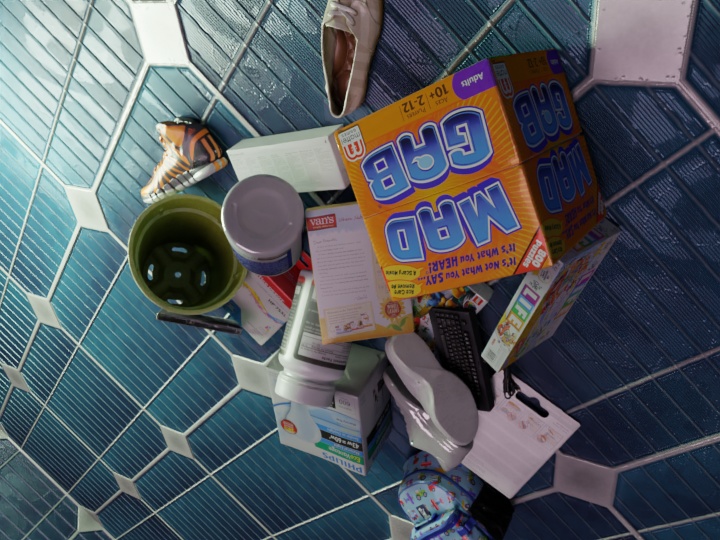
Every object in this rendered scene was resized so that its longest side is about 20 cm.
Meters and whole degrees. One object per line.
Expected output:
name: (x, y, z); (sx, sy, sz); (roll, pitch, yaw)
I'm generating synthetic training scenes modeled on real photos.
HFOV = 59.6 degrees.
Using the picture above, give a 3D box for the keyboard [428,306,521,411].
keyboard: (0.179, 0.142, 0.973); (0.125, 0.021, 0.203); (1, 125, 30)

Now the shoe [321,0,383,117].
shoe: (-0.014, -0.291, 0.802); (0.069, 0.053, 0.203); (21, 131, 18)

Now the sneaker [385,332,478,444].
sneaker: (0.110, 0.186, 1.003); (0.201, 0.075, 0.088); (55, 158, 4)

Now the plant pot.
plant pot: (-0.316, -0.009, 1.116); (0.201, 0.200, 0.184); (48, 154, -8)

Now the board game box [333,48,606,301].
board game box: (0.129, -0.108, 0.711); (0.198, 0.199, 0.203); (-15, 99, 39)

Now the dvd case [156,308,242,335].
dvd case: (-0.299, 0.092, 1.171); (0.146, 0.016, 0.200); (12, 176, -14)

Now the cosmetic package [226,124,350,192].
cosmetic package: (-0.105, -0.165, 0.956); (0.197, 0.051, 0.084); (1, 125, 33)

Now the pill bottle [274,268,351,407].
pill bottle: (-0.068, 0.109, 1.019); (0.112, 0.114, 0.204); (13, 87, 24)

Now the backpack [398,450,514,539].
backpack: (0.157, 0.440, 1.171); (0.200, 0.135, 0.182); (47, 133, -2)

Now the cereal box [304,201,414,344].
cereal box: (0.000, 0.000, 0.930); (0.141, 0.040, 0.204); (-6, 100, 0)

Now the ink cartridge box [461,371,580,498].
ink cartridge box: (0.246, 0.267, 1.059); (0.160, 0.050, 0.202); (35, 116, 6)

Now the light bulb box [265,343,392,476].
light bulb box: (-0.053, 0.241, 1.167); (0.195, 0.125, 0.203); (12, 127, 25)

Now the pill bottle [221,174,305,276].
pill bottle: (-0.144, -0.057, 0.967); (0.119, 0.120, 0.200); (37, 167, 4)

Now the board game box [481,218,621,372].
board game box: (0.243, 0.033, 0.813); (0.034, 0.133, 0.202); (44, 139, 27)

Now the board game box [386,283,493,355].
board game box: (0.103, 0.057, 0.992); (0.126, 0.035, 0.201); (38, 134, 3)

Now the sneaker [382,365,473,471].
sneaker: (0.098, 0.255, 1.076); (0.200, 0.075, 0.089); (47, 126, 27)

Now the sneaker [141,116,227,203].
sneaker: (-0.318, -0.194, 1.068); (0.197, 0.078, 0.113); (-20, 106, 29)

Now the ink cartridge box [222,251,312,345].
ink cartridge box: (-0.159, 0.035, 1.125); (0.116, 0.067, 0.200); (44, 134, -3)
